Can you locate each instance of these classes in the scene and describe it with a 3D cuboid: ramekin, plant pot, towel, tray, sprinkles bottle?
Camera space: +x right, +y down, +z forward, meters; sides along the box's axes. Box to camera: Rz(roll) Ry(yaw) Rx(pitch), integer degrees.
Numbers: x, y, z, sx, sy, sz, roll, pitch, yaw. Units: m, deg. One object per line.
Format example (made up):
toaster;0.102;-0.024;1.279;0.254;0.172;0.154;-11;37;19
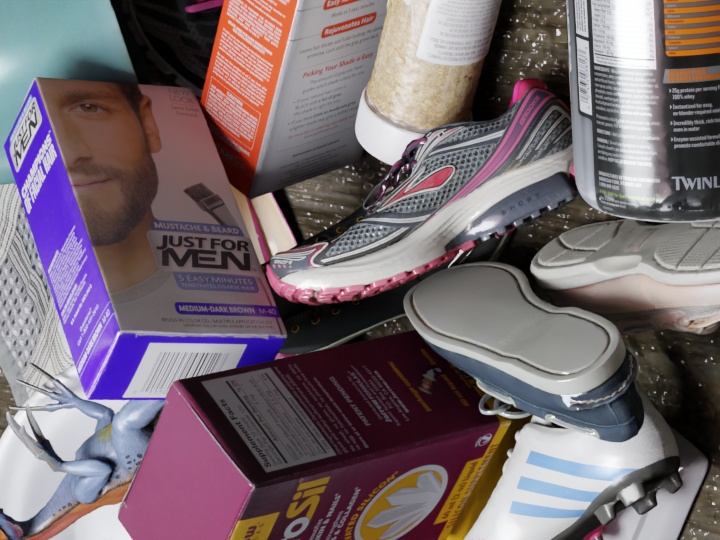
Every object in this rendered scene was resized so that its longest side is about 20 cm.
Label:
ramekin;-0.133;0.158;1.810;0.199;0.098;0.202;-5;79;24
plant pot;-0.227;-0.145;1.789;0.201;0.160;0.202;162;90;-89
towel;-0.226;-0.005;1.971;0.193;0.034;0.201;58;140;35
tray;0.136;0.159;1.714;0.107;0.022;0.201;39;130;27
sprinkles bottle;0.049;-0.157;1.639;0.068;0.068;0.201;36;128;30

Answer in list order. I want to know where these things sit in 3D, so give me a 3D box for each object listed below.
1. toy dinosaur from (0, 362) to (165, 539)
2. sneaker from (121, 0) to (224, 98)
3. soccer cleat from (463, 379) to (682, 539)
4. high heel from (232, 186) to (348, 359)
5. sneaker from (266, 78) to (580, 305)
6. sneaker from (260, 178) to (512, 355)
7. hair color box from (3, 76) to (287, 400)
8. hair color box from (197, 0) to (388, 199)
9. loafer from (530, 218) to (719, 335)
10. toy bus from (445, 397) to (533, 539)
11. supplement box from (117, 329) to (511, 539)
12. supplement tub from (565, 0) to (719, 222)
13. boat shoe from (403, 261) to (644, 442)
toy dinosaur;-0.152;0.120;1.728;0.199;0.105;0.182;34;114;16
sneaker;-0.109;-0.204;1.776;0.087;0.073;0.201;-33;77;53
soccer cleat;0.111;0.127;1.668;0.200;0.070;0.087;-40;66;41
high heel;-0.055;-0.005;1.810;0.200;0.067;0.096;57;149;31
sneaker;0.036;-0.039;1.632;0.075;0.199;0.081;64;175;2
sneaker;0.000;0.000;1.697;0.200;0.106;0.075;-34;79;27
hair color box;-0.127;-0.019;1.653;0.065;0.109;0.201;-60;40;38
hair color box;-0.030;-0.150;1.698;0.061;0.101;0.201;39;129;29
loafer;0.180;0.007;1.583;0.199;0.072;0.063;-1;123;52
toy bus;0.052;0.151;1.757;0.078;0.065;0.201;38;127;35
supplement box;-0.026;0.113;1.629;0.086;0.199;0.111;50;132;30
supplement tub;0.168;-0.135;1.486;0.122;0.122;0.201;13;114;42
boat shoe;0.094;0.045;1.608;0.200;0.075;0.062;20;143;54
